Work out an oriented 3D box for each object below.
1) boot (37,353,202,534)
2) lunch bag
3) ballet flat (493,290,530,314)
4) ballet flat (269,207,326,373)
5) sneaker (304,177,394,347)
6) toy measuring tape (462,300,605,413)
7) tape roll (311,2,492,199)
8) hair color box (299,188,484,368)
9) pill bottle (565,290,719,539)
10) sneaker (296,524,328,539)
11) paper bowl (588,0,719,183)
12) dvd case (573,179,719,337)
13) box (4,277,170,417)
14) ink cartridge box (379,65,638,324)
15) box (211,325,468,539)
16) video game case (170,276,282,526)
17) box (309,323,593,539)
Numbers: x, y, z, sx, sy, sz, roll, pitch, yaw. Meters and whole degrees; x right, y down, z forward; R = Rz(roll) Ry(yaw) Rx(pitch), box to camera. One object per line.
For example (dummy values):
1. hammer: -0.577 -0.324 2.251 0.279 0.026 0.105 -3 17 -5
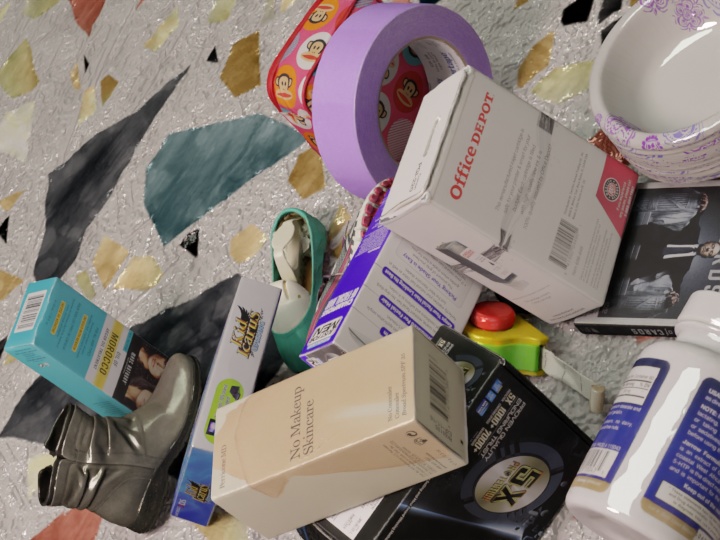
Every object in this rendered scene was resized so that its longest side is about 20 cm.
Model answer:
1. boot: -0.247 0.162 1.650 0.068 0.130 0.201 -12 56 60
2. lunch bag: 0.011 -0.196 1.667 0.082 0.200 0.177 17 69 46
3. ballet flat: 0.168 -0.053 1.522 0.066 0.057 0.201 -8 54 37
4. ballet flat: -0.072 0.015 1.676 0.067 0.070 0.201 -24 46 26
5. sneaker: 0.000 0.000 1.501 0.074 0.080 0.201 -16 42 51
6. toy measuring tape: 0.135 0.079 1.433 0.074 0.074 0.200 -50 38 -2
7. tape roll: 0.045 -0.166 1.612 0.065 0.200 0.201 10 66 46
8. hair color box: 0.039 0.025 1.435 0.065 0.109 0.201 -25 31 52
9. pill bottle: 0.255 0.124 1.256 0.119 0.120 0.201 16 71 47
10. sneaker: -0.012 0.219 1.476 0.077 0.076 0.200 -31 31 -22
11. paper bowl: 0.314 -0.166 1.441 0.200 0.104 0.202 -24 44 25
12. dvd case: 0.293 -0.011 1.402 0.199 0.025 0.151 0 60 43
13. box: -0.278 0.095 1.698 0.049 0.200 0.083 -11 52 38
14. ink cartridge box: 0.133 -0.065 1.430 0.085 0.199 0.147 -26 39 56
15. box: -0.018 0.131 1.276 0.199 0.078 0.096 -25 45 26
16. video game case: -0.134 0.131 1.569 0.200 0.045 0.182 115 171 -60
17. box: 0.079 0.177 1.340 0.201 0.164 0.086 -53 40 -7
